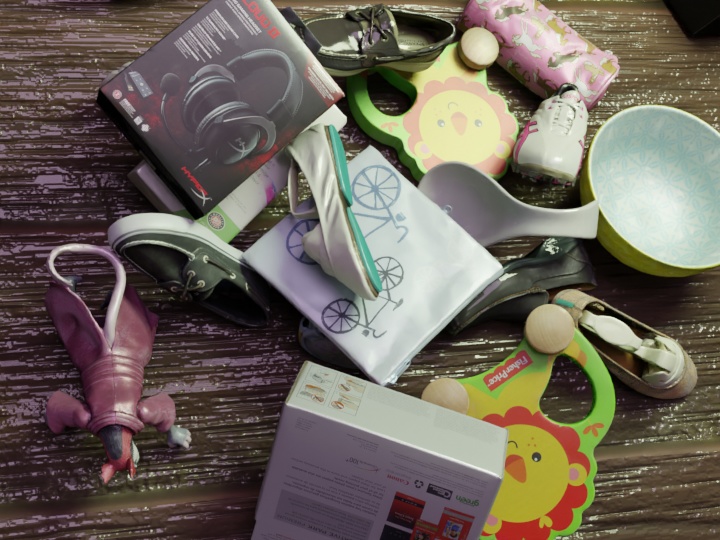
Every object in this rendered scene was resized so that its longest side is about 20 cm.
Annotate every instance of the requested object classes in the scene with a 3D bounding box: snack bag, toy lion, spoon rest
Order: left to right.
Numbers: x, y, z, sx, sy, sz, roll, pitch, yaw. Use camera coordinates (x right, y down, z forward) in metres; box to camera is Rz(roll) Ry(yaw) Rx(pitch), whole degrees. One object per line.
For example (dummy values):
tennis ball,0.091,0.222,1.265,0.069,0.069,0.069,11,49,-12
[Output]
snack bag,0.017,-0.008,1.052,0.200,0.021,0.188,42,67,15
toy lion,0.083,-0.181,1.225,0.198,0.069,0.193,5,73,-12
spoon rest,0.147,-0.062,1.137,0.199,0.061,0.100,7,103,25
toy lion,0.165,0.162,1.052,0.199,0.069,0.192,-35,81,2

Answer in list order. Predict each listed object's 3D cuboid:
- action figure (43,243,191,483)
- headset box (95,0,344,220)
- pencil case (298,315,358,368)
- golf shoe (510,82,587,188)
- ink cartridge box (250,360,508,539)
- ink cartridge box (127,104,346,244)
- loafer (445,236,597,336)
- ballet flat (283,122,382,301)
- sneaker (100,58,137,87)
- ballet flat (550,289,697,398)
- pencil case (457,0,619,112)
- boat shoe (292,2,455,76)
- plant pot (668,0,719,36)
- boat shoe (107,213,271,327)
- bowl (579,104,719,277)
action figure,-0.218,0.094,0.977,0.133,0.149,0.201,-3,52,-20
headset box,-0.125,-0.169,1.021,0.200,0.077,0.149,-41,100,-12
pencil case,0.000,0.000,1.104,0.090,0.083,0.201,27,61,-16
golf shoe,0.208,-0.150,1.168,0.072,0.093,0.200,15,23,5
ink cartridge box,0.013,0.203,0.985,0.199,0.177,0.084,19,25,3
ink cartridge box,-0.123,-0.124,1.096,0.200,0.067,0.117,-45,103,-13
loafer,0.174,0.024,1.148,0.199,0.073,0.073,-29,81,-23
ballet flat,-0.031,-0.050,1.028,0.069,0.070,0.201,-6,60,-17
sneaker,-0.175,-0.171,1.140,0.198,0.081,0.084,7,73,-11
ballet flat,0.287,0.084,1.131,0.199,0.067,0.068,26,82,-16
pencil case,0.210,-0.269,1.279,0.200,0.083,0.087,39,47,5
boat shoe,0.015,-0.248,1.127,0.199,0.065,0.074,-12,75,-39
plant pot,0.490,-0.406,1.362,0.198,0.200,0.179,-6,81,-17
boat shoe,-0.153,0.002,1.022,0.199,0.068,0.057,25,41,-48
bowl,0.326,-0.071,1.207,0.198,0.108,0.202,6,65,-12
